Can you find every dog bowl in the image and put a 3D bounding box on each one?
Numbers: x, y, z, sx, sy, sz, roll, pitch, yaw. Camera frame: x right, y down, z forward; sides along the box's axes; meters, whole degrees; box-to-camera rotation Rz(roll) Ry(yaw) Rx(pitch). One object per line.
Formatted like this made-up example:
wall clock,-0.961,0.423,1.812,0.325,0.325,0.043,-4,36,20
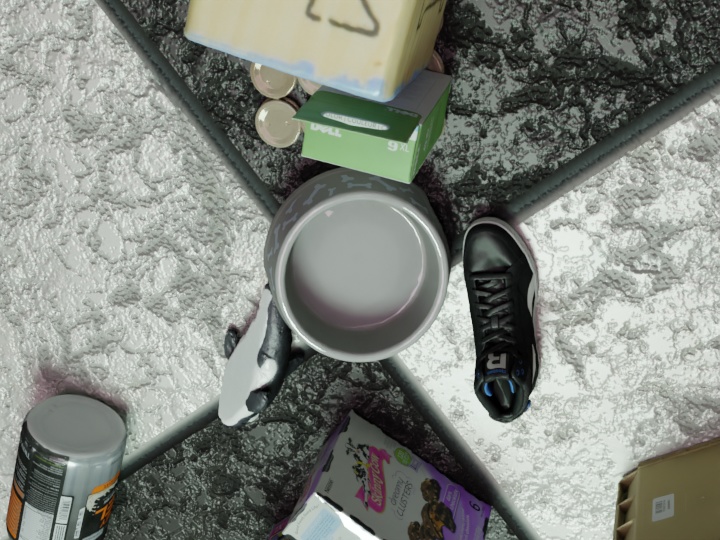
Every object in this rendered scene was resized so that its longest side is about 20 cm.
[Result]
dog bowl,0.000,0.000,1.213,0.197,0.059,0.203,-1,108,-4

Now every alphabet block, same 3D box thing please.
alphabet block,-0.019,-0.282,1.031,0.193,0.197,0.202,19,113,6

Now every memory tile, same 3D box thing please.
memory tile,-0.014,-0.196,1.182,0.197,0.017,0.155,2,115,15

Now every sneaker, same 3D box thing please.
sneaker,0.142,0.057,1.202,0.072,0.112,0.203,-8,112,17

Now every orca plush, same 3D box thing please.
orca plush,-0.097,0.085,1.325,0.105,0.070,0.203,34,118,50

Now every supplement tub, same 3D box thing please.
supplement tub,-0.351,0.259,1.425,0.121,0.123,0.202,20,119,5

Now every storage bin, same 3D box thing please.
storage bin,0.355,0.260,1.189,0.197,0.200,0.094,-24,106,23

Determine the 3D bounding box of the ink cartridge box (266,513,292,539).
ink cartridge box,-0.076,0.328,1.337,0.119,0.200,0.042,-36,103,26

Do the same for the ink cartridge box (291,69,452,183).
ink cartridge box,0.011,-0.131,1.081,0.102,0.200,0.060,15,118,9

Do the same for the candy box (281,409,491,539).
candy box,0.033,0.269,1.299,0.199,0.168,0.072,35,118,-3
